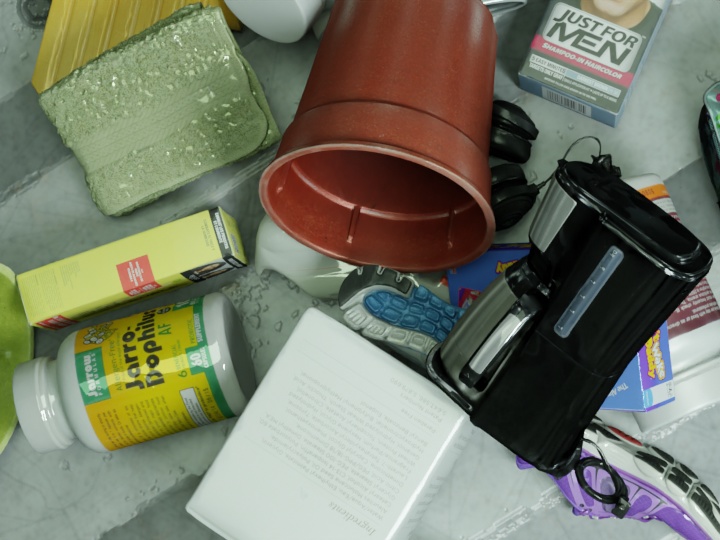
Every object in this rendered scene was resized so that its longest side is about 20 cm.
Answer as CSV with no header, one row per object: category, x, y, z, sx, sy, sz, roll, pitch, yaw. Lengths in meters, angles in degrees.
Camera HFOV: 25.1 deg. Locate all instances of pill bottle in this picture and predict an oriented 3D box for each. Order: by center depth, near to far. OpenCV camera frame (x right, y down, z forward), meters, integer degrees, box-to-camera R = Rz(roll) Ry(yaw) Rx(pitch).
pill bottle,0.245,0.029,1.395,0.113,0.114,0.202,-23,80,4
pill bottle,-0.036,-0.306,1.442,0.114,0.115,0.201,30,65,10
pill bottle,-0.202,0.097,1.444,0.198,0.113,0.114,-15,81,6

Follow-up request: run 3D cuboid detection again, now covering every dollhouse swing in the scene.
dollhouse swing,-0.217,-0.251,1.470,0.198,0.182,0.177,12,65,8

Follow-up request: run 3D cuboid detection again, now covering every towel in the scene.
towel,-0.183,-0.143,1.468,0.198,0.037,0.149,-23,107,18

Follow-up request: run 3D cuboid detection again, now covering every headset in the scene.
headset,0.131,-0.090,1.458,0.198,0.094,0.125,-2,78,23

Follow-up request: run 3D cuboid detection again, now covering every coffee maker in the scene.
coffee maker,0.180,0.045,1.244,0.191,0.135,0.201,31,114,-8

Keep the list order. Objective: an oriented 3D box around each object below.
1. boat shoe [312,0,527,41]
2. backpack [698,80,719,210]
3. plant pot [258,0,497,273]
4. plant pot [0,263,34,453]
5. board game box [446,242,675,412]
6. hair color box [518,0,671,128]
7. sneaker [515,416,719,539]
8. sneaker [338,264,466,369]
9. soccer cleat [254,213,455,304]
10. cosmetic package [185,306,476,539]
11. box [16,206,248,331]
boat shoe,0.057,-0.235,1.481,0.198,0.072,0.069,-19,81,-5
backpack,0.393,-0.082,1.380,0.176,0.151,0.202,-15,86,4
plant pot,0.030,-0.132,1.368,0.198,0.201,0.197,8,63,8
plant pot,-0.422,0.077,1.450,0.182,0.200,0.203,9,84,20
board game box,0.164,0.045,1.367,0.199,0.045,0.136,-1,99,46
hair color box,0.226,-0.243,1.459,0.098,0.061,0.202,23,86,10
sneaker,0.226,0.189,1.410,0.199,0.081,0.084,29,104,17
sneaker,0.077,0.061,1.386,0.199,0.087,0.075,32,87,14
soccer cleat,0.000,0.000,1.461,0.198,0.069,0.078,20,117,1
cosmetic package,-0.018,0.164,1.386,0.164,0.165,0.201,32,87,11
box,-0.206,0.000,1.477,0.198,0.075,0.051,-18,81,4
